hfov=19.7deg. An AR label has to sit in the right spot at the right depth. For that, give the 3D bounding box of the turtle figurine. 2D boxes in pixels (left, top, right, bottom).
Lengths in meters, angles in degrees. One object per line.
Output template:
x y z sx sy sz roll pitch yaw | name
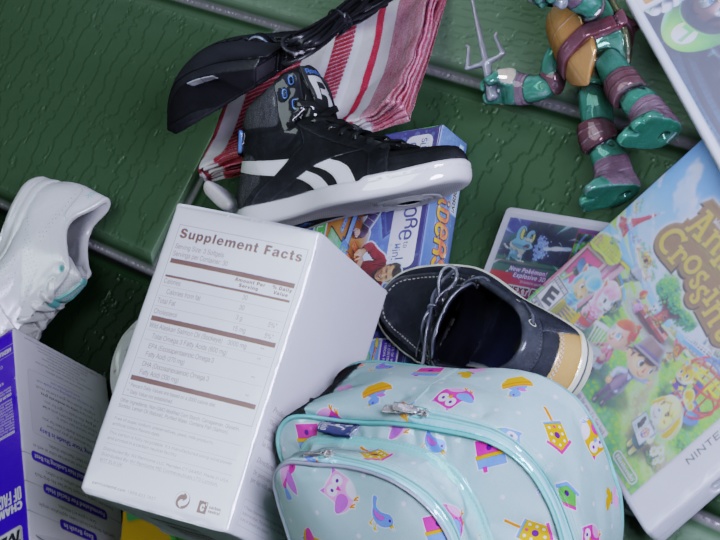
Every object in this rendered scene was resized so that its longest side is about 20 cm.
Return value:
0.142 -0.149 1.402 0.100 0.150 0.201 -18 61 -14 | turtle figurine

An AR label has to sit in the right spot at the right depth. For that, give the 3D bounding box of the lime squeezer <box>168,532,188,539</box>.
-0.101 0.166 1.430 0.070 0.038 0.201 23 81 12 | lime squeezer

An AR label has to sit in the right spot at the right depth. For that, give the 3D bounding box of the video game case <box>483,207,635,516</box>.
0.144 0.056 1.356 0.199 0.023 0.184 11 75 44 | video game case

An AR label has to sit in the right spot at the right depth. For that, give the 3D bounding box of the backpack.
0.054 0.150 1.268 0.198 0.177 0.153 -4 20 28 | backpack

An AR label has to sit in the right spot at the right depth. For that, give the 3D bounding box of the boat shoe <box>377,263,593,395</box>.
0.068 0.035 1.348 0.199 0.062 0.075 23 90 54 | boat shoe

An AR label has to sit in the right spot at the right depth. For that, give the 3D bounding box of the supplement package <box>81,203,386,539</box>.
-0.080 0.076 1.360 0.116 0.117 0.202 11 75 28 | supplement package

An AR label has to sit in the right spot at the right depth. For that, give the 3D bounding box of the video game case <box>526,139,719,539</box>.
0.203 0.036 1.284 0.182 0.022 0.201 -43 46 14 | video game case

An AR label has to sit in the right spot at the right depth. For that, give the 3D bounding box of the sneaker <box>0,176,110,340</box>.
-0.264 0.018 1.690 0.088 0.075 0.202 9 72 30 | sneaker

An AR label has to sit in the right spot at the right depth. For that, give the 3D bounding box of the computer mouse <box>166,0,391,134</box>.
-0.067 -0.173 1.573 0.140 0.046 0.199 -38 10 -40 | computer mouse

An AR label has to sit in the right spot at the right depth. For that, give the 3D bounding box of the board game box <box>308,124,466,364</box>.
0.000 0.000 1.496 0.135 0.034 0.202 -6 64 37 | board game box

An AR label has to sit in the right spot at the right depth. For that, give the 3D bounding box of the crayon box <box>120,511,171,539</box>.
-0.110 0.194 1.473 0.125 0.051 0.202 -17 58 32 | crayon box

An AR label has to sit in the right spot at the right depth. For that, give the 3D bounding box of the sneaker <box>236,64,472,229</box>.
-0.014 -0.095 1.463 0.199 0.073 0.113 -11 81 36 | sneaker

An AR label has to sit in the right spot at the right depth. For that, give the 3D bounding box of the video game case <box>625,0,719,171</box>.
0.282 -0.154 1.319 0.181 0.023 0.201 -28 49 9 | video game case

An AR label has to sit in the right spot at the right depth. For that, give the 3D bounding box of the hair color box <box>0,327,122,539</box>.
-0.238 0.157 1.561 0.065 0.109 0.201 -31 50 23 | hair color box

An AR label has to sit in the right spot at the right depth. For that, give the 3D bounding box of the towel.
-0.031 -0.145 1.585 0.199 0.023 0.145 -16 40 34 | towel

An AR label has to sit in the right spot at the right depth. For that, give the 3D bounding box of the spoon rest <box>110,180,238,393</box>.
-0.131 0.033 1.584 0.099 0.060 0.201 42 110 46 | spoon rest
